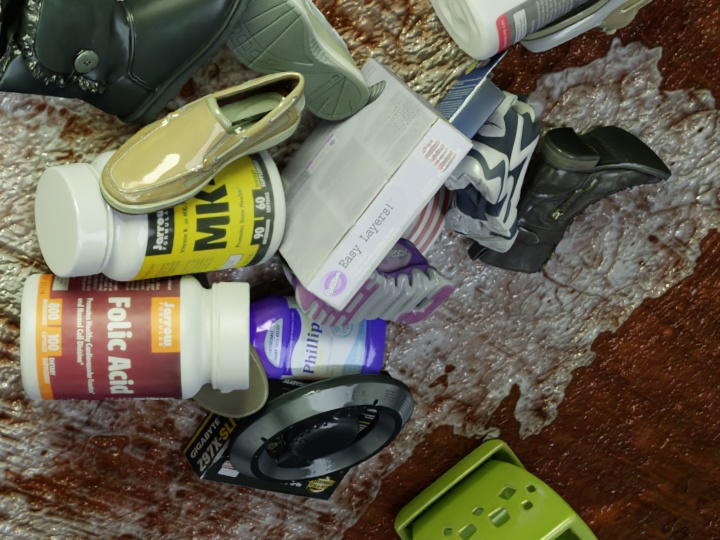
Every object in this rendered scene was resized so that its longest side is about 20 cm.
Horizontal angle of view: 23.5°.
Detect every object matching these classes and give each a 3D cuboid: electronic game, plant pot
[{"bbox_3d":[-0.040,0.163,1.774,0.199,0.042,0.200,-15,151,-8],"label":"electronic game"},{"bbox_3d":[0.166,0.334,2.085,0.200,0.182,0.199,-38,140,-1],"label":"plant pot"}]

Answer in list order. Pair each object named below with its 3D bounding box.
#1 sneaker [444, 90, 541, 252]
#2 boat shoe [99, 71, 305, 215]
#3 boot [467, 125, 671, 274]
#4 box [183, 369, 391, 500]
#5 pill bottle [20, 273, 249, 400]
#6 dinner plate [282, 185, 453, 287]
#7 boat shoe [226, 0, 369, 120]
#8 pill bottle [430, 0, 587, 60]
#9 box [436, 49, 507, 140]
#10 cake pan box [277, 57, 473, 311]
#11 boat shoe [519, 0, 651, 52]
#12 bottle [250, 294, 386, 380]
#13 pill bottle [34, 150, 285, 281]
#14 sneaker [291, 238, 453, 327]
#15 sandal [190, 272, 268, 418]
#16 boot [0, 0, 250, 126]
[{"bbox_3d":[0.139,-0.108,1.725,0.130,0.079,0.199,-61,156,-16],"label":"sneaker"},{"bbox_3d":[-0.131,-0.118,1.449,0.200,0.072,0.076,-34,170,-27],"label":"boat shoe"},{"bbox_3d":[0.223,-0.069,1.860,0.199,0.069,0.175,4,129,-35],"label":"boot"},{"bbox_3d":[-0.068,0.164,1.852,0.199,0.049,0.160,16,118,-45],"label":"box"},{"bbox_3d":[-0.199,0.059,1.548,0.199,0.115,0.115,0,132,-4],"label":"pill bottle"},{"bbox_3d":[0.005,-0.053,1.727,0.199,0.024,0.201,-21,138,-21],"label":"dinner plate"},{"bbox_3d":[-0.063,-0.208,1.512,0.074,0.065,0.202,-32,138,21],"label":"boat shoe"},{"bbox_3d":[0.165,-0.285,1.569,0.199,0.111,0.111,-30,139,-10],"label":"pill bottle"},{"bbox_3d":[0.072,-0.121,1.620,0.032,0.121,0.200,39,88,-10],"label":"box"},{"bbox_3d":[-0.006,-0.078,1.556,0.052,0.184,0.200,35,96,-27],"label":"cake pan box"},{"bbox_3d":[0.237,-0.263,1.673,0.199,0.075,0.069,-33,134,-9],"label":"boat shoe"},{"bbox_3d":[-0.075,0.066,1.717,0.199,0.065,0.084,4,97,-20],"label":"bottle"},{"bbox_3d":[-0.176,-0.051,1.519,0.199,0.114,0.115,-8,131,-33],"label":"pill bottle"},{"bbox_3d":[0.000,0.000,1.683,0.200,0.089,0.080,4,141,-49],"label":"sneaker"},{"bbox_3d":[-0.152,0.062,1.631,0.080,0.054,0.201,-24,113,1],"label":"sandal"},{"bbox_3d":[-0.196,-0.206,1.384,0.168,0.077,0.200,12,128,-47],"label":"boot"}]
